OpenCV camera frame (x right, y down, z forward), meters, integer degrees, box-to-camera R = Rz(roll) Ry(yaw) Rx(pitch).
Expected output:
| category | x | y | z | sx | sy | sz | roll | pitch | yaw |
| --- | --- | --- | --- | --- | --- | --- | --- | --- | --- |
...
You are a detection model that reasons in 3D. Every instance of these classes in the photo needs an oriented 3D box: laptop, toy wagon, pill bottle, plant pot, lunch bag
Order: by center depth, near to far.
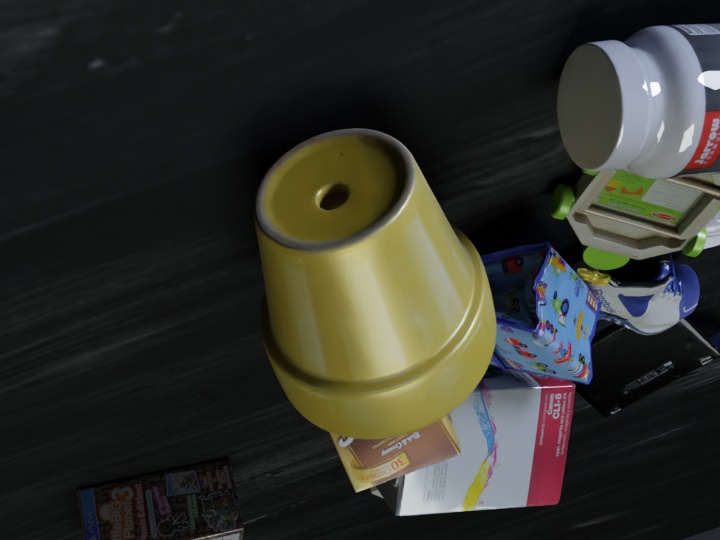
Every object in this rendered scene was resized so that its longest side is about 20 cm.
| category | x | y | z | sx | sy | sz | roll | pitch | yaw |
| --- | --- | --- | --- | --- | --- | --- | --- | --- | --- |
| pill bottle | 0.261 | -0.132 | 0.811 | 0.197 | 0.117 | 0.116 | -7 | 150 | -19 |
| plant pot | 0.000 | 0.000 | 0.835 | 0.198 | 0.203 | 0.190 | -18 | 136 | 2 |
| toy wagon | 0.258 | -0.056 | 0.981 | 0.153 | 0.040 | 0.201 | 15 | 144 | -10 |
| lunch bag | 0.124 | 0.044 | 1.059 | 0.197 | 0.096 | 0.150 | -1 | 156 | 34 |
| laptop | 0.386 | 0.103 | 1.411 | 0.199 | 0.117 | 0.186 | 39 | 123 | -24 |

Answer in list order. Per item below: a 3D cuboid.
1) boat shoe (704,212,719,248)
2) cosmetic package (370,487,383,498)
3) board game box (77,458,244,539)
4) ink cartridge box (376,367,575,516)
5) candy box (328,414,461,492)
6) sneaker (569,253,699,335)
| category | x | y | z | sx | sy | sz | roll | pitch | yaw |
| --- | --- | --- | --- | --- | --- | --- | --- | --- | --- |
| boat shoe | 0.373 | -0.069 | 1.046 | 0.196 | 0.072 | 0.070 | -3 | 121 | 2 |
| cosmetic package | 0.101 | 0.212 | 1.344 | 0.197 | 0.105 | 0.087 | -24 | 153 | 15 |
| board game box | -0.261 | 0.340 | 1.366 | 0.196 | 0.098 | 0.160 | -9 | 151 | -16 |
| ink cartridge box | 0.111 | 0.171 | 1.158 | 0.196 | 0.145 | 0.147 | 0 | 106 | -20 |
| candy box | 0.011 | 0.102 | 1.012 | 0.115 | 0.203 | 0.057 | -21 | -165 | 7 |
| sneaker | 0.309 | 0.011 | 1.116 | 0.196 | 0.082 | 0.115 | 3 | 155 | -31 |
